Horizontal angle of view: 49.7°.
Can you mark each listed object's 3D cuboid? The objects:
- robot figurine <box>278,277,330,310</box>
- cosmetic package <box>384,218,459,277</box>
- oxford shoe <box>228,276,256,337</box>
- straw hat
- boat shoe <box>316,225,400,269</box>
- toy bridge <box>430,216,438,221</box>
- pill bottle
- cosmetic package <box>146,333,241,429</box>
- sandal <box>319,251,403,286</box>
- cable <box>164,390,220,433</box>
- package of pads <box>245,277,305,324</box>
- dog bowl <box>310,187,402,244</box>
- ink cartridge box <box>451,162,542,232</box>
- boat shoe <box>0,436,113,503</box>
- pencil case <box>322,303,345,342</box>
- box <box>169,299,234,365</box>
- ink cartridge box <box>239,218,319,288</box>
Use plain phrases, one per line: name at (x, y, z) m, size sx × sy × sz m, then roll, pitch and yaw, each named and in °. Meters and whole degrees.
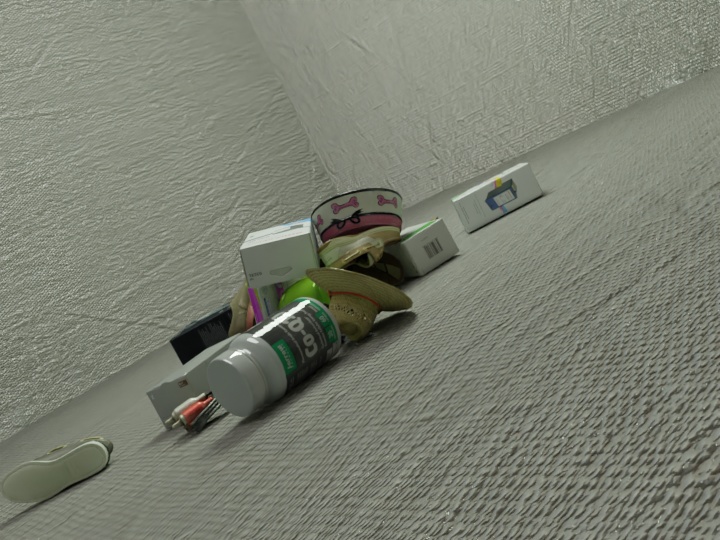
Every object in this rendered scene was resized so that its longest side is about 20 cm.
robot figurine at (-0.079, 0.066, 1.485) m, size 0.175 × 0.117 × 0.199 m, roll -30°, pitch 6°, yaw -40°
cosmetic package at (0.118, -0.043, 1.681) m, size 0.107 × 0.085 × 0.200 m, roll -33°, pitch 8°, yaw -17°
oxford shoe at (-0.253, 0.056, 1.695) m, size 0.074 × 0.071 × 0.202 m, roll -6°, pitch 55°, yaw 12°
straw hat at (-0.014, 0.068, 1.275) m, size 0.201 × 0.200 × 0.086 m, roll -15°, pitch 55°, yaw 64°
boat shoe at (0.005, -0.038, 1.553) m, size 0.199 × 0.067 × 0.074 m, roll -17°, pitch -15°, yaw -33°
toy bridge at (0.115, -0.062, 1.934) m, size 0.199 × 0.068 × 0.027 m, roll -25°, pitch 6°, yaw 19°
pill bottle at (-0.130, 0.130, 1.182) m, size 0.113 × 0.114 × 0.200 m, roll -22°, pitch 9°, yaw 44°
cosmetic package at (-0.289, 0.203, 1.446) m, size 0.106 × 0.091 × 0.200 m, roll -24°, pitch 10°, yaw 30°
sandal at (0.000, 0.000, 1.672) m, size 0.198 × 0.081 × 0.054 m, roll 0°, pitch -12°, yaw 20°
cable at (-0.233, 0.194, 1.277) m, size 0.200 × 0.050 × 0.097 m, roll -46°, pitch 12°, yaw -17°
package of pads at (-0.170, 0.064, 1.698) m, size 0.068 × 0.156 × 0.200 m, roll -10°, pitch 12°, yaw 20°
dog bowl at (-0.001, -0.098, 1.638) m, size 0.198 × 0.075 × 0.200 m, roll -12°, pitch -18°, yaw -4°
ink cartridge box at (0.326, -0.179, 1.879) m, size 0.198 × 0.088 × 0.145 m, roll -25°, pitch 5°, yaw 7°
boat shoe at (-0.530, 0.349, 1.366) m, size 0.200 × 0.073 × 0.060 m, roll -22°, pitch 4°, yaw 2°
pencil case at (-0.125, 0.126, 1.369) m, size 0.199 × 0.079 × 0.089 m, roll -25°, pitch -11°, yaw 25°
box at (-0.315, 0.151, 1.834) m, size 0.195 × 0.125 × 0.200 m, roll -29°, pitch 6°, yaw 5°
ink cartridge box at (-0.160, -0.038, 1.580) m, size 0.144 × 0.085 × 0.200 m, roll -13°, pitch 12°, yaw 0°
